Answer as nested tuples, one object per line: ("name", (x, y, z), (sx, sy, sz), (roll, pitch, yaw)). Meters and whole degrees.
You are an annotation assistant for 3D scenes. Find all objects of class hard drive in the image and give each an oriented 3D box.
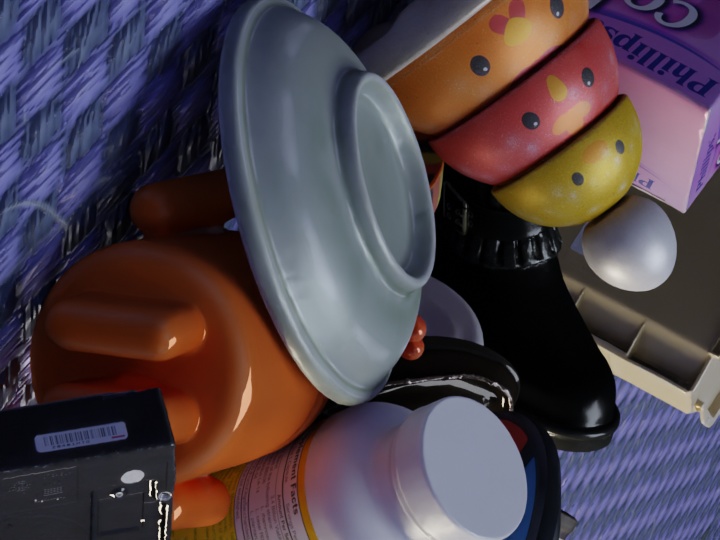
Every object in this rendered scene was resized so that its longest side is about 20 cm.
("hard drive", (-0.155, 0.130, 1.331), (0.140, 0.038, 0.200), (-9, 143, -12))

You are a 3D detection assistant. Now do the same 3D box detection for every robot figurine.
("robot figurine", (-0.079, 0.037, 1.409), (0.117, 0.144, 0.200), (-35, 171, 19))

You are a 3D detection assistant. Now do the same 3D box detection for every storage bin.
("storage bin", (0.185, -0.026, 1.953), (0.199, 0.200, 0.094), (-56, 162, -18))

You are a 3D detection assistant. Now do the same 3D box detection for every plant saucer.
("plant saucer", (-0.006, -0.038, 1.419), (0.200, 0.050, 0.200), (-14, 90, -71))

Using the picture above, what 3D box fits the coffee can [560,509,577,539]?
("coffee can", (0.034, 0.218, 2.001), (0.200, 0.146, 0.146), (-61, 164, -1))

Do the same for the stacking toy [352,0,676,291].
("stacking toy", (0.101, -0.075, 1.567), (0.146, 0.200, 0.146), (-39, -174, 5))

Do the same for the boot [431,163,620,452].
("boot", (0.098, -0.012, 1.749), (0.079, 0.211, 0.158), (-12, 139, -35))

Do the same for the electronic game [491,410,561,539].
("electronic game", (0.035, 0.161, 1.527), (0.200, 0.042, 0.200), (-47, -157, 28))

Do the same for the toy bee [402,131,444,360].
("toy bee", (0.000, 0.000, 1.603), (0.200, 0.109, 0.131), (-59, 166, -9))

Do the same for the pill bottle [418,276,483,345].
("pill bottle", (0.000, 0.102, 1.766), (0.111, 0.111, 0.200), (-45, 157, -44))

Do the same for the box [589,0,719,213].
("box", (0.163, -0.164, 1.700), (0.200, 0.176, 0.097), (-51, 161, -30))

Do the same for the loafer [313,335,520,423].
("loafer", (-0.003, 0.089, 1.617), (0.200, 0.071, 0.073), (-8, 131, -18))

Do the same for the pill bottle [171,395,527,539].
("pill bottle", (-0.013, 0.128, 1.481), (0.200, 0.104, 0.104), (-27, -170, 40))
